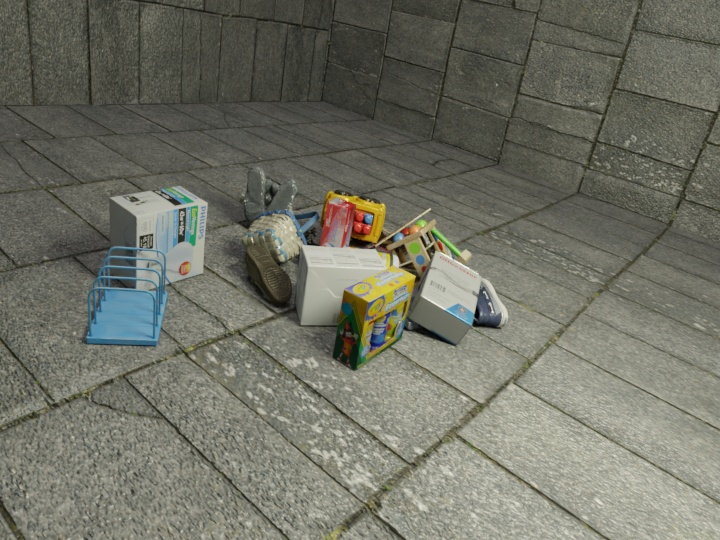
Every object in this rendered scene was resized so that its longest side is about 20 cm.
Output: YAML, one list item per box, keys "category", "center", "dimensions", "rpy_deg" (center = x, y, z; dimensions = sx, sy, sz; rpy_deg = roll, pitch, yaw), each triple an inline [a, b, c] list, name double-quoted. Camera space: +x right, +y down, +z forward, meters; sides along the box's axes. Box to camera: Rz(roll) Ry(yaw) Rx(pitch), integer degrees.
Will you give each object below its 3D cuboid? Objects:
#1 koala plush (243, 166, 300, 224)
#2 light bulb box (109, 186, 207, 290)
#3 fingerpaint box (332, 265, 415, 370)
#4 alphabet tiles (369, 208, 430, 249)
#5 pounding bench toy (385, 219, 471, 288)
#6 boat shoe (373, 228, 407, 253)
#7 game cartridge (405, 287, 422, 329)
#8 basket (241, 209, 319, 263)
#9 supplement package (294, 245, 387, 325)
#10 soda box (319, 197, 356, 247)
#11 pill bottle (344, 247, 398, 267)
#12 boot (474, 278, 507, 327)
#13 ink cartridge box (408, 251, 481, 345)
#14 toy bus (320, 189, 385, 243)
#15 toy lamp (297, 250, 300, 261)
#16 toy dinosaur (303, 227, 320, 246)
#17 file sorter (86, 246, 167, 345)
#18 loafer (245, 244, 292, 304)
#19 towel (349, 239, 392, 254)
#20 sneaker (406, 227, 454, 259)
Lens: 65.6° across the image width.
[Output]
- category: "koala plush"
  center: [-0.296, -0.220, 1.826]
  dimensions: [0.172, 0.189, 0.200]
  rpy_deg: [18, 3, -5]
- category: "light bulb box"
  center: [-0.491, -0.080, 1.364]
  dimensions: [0.123, 0.204, 0.198]
  rpy_deg: [28, 31, 30]
- category: "fingerpaint box"
  center: [0.034, 0.101, 1.251]
  dimensions: [0.072, 0.172, 0.198]
  rpy_deg: [24, 27, 28]
- category: "alphabet tiles"
  center: [0.114, -0.120, 1.626]
  dimensions: [0.197, 0.008, 0.167]
  rpy_deg: [-34, 2, -5]
- category: "pounding bench toy"
  center: [0.195, -0.064, 1.565]
  dimensions: [0.196, 0.159, 0.124]
  rpy_deg: [-23, 7, 32]
- category: "boat shoe"
  center: [0.080, -0.095, 1.813]
  dimensions: [0.198, 0.077, 0.074]
  rpy_deg: [25, 4, 28]
- category: "game cartridge"
  center: [0.156, 0.094, 1.476]
  dimensions: [0.196, 0.042, 0.133]
  rpy_deg: [-9, 36, -37]
- category: "basket"
  center: [-0.226, -0.103, 1.566]
  dimensions: [0.172, 0.142, 0.201]
  rpy_deg: [-5, 34, 36]
- category: "supplement package"
  center: [-0.052, 0.038, 1.356]
  dimensions: [0.193, 0.160, 0.112]
  rpy_deg: [2, 26, -18]
- category: "soda box"
  center: [-0.069, -0.094, 1.568]
  dimensions: [0.068, 0.206, 0.063]
  rpy_deg: [19, 25, 18]
- category: "pill bottle"
  center: [0.000, 0.000, 1.509]
  dimensions: [0.193, 0.116, 0.113]
  rpy_deg: [10, 25, -4]
- category: "boot"
  center: [0.323, 0.078, 1.532]
  dimensions: [0.088, 0.075, 0.201]
  rpy_deg: [8, 26, -20]
- category: "ink cartridge box"
  center: [0.217, 0.066, 1.415]
  dimensions: [0.142, 0.085, 0.202]
  rpy_deg: [28, 39, 0]
- category: "toy bus"
  center: [-0.023, -0.152, 1.659]
  dimensions: [0.194, 0.140, 0.192]
  rpy_deg: [14, 12, -2]
- category: "toy lamp"
  center: [-0.145, -0.013, 1.541]
  dimensions: [0.056, 0.060, 0.201]
  rpy_deg: [6, 25, -10]
- category: "toy dinosaur"
  center: [-0.185, -0.101, 1.724]
  dimensions: [0.194, 0.049, 0.088]
  rpy_deg: [15, 32, 16]
- category: "file sorter"
  center: [-0.490, 0.049, 1.188]
  dimensions: [0.134, 0.126, 0.201]
  rpy_deg: [3, 26, -14]
- category: "loafer"
  center: [-0.237, 0.019, 1.432]
  dimensions: [0.074, 0.069, 0.202]
  rpy_deg: [-10, 49, -32]
- category: "towel"
  center: [0.012, -0.048, 1.693]
  dimensions: [0.143, 0.031, 0.199]
  rpy_deg: [25, 22, 21]
- category: "sneaker"
  center: [0.222, -0.074, 1.828]
  dimensions: [0.198, 0.079, 0.085]
  rpy_deg: [37, 22, 30]
